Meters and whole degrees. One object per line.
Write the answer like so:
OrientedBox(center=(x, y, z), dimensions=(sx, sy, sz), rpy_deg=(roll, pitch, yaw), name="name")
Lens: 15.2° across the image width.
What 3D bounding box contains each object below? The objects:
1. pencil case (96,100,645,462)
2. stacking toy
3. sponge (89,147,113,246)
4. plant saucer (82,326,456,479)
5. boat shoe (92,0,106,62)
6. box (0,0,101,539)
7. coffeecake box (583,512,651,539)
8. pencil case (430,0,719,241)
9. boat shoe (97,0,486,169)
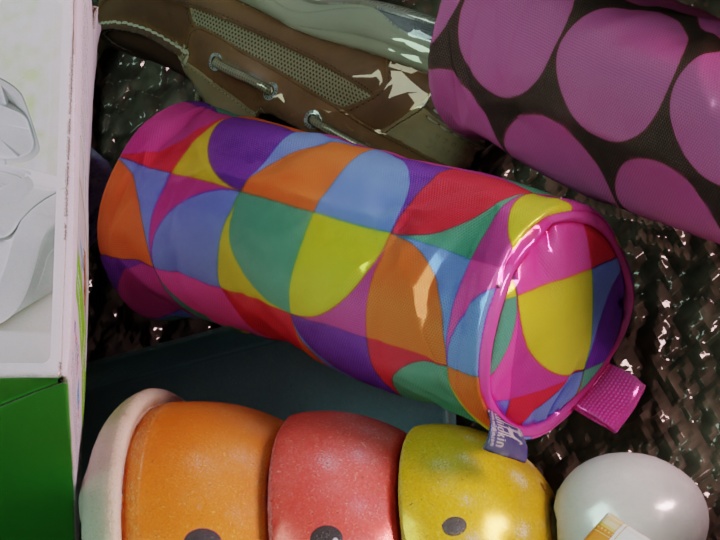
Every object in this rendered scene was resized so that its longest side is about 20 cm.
OrientedBox(center=(0.000, 0.000, 0.927), dimensions=(0.199, 0.088, 0.089), rpy_deg=(20, 85, 39), name="pencil case")
OrientedBox(center=(0.018, 0.094, 0.904), dimensions=(0.199, 0.146, 0.147), rpy_deg=(-14, 63, 15), name="stacking toy")
OrientedBox(center=(-0.197, -0.057, 1.057), dimensions=(0.200, 0.030, 0.112), rpy_deg=(41, 70, 14), name="sponge")
OrientedBox(center=(-0.046, 0.055, 1.022), dimensions=(0.199, 0.019, 0.070), rpy_deg=(-15, 63, 32), name="plant saucer")
OrientedBox(center=(-0.131, -0.125, 1.124), dimensions=(0.064, 0.071, 0.201), rpy_deg=(-17, 64, 28), name="boat shoe")
OrientedBox(center=(-0.137, -0.008, 0.915), dimensions=(0.096, 0.200, 0.178), rpy_deg=(0, 67, -5), name="box")
OrientedBox(center=(0.074, 0.194, 0.787), dimensions=(0.153, 0.073, 0.200), rpy_deg=(30, 69, 38), name="coffeecake box")
OrientedBox(center=(0.118, -0.054, 0.888), dimensions=(0.093, 0.091, 0.200), rpy_deg=(-33, 42, -30), name="pencil case")
OrientedBox(center=(-0.033, -0.071, 1.028), dimensions=(0.199, 0.076, 0.072), rpy_deg=(17, 85, 42), name="boat shoe")
